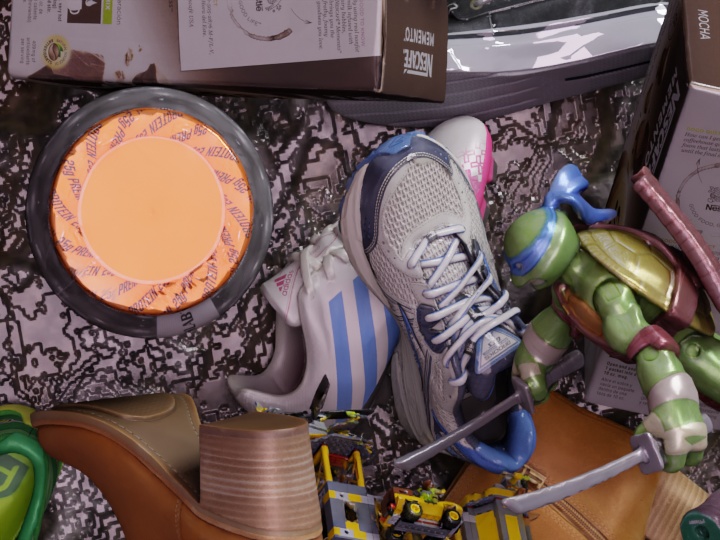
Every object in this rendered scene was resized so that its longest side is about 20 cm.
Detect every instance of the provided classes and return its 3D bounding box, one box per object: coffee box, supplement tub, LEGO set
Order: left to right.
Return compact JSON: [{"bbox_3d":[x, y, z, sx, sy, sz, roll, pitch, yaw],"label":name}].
[{"bbox_3d":[-0.107,-0.028,1.350,0.121,0.200,0.124,0,91,-6],"label":"supplement tub"},{"bbox_3d":[-0.064,-0.128,1.363,0.198,0.113,0.081,3,91,19],"label":"coffee box"},{"bbox_3d":[-0.002,0.136,1.392,0.153,0.201,0.116,6,49,-18],"label":"LEGO set"},{"bbox_3d":[0.176,-0.036,1.371,0.079,0.113,0.201,11,127,-4],"label":"coffee box"}]

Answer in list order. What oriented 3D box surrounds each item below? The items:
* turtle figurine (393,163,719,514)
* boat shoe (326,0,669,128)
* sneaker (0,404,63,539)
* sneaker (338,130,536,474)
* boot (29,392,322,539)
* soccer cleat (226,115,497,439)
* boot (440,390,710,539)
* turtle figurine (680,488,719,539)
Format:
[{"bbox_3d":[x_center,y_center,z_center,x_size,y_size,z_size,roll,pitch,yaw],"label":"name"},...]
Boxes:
[{"bbox_3d":[0.131,0.068,1.281,0.193,0.144,0.201,23,63,-18],"label":"turtle figurine"},{"bbox_3d":[0.076,-0.127,1.441,0.198,0.072,0.071,-9,69,-4],"label":"boat shoe"},{"bbox_3d":[-0.219,0.162,1.400,0.074,0.084,0.201,25,89,-6],"label":"sneaker"},{"bbox_3d":[0.052,0.020,1.362,0.077,0.085,0.201,-31,126,-17],"label":"sneaker"},{"bbox_3d":[-0.096,0.143,1.325,0.073,0.199,0.156,-6,99,-40],"label":"boot"},{"bbox_3d":[0.000,0.000,1.421,0.086,0.070,0.201,27,90,-22],"label":"soccer cleat"},{"bbox_3d":[0.096,0.174,1.446,0.143,0.071,0.202,29,85,1],"label":"boot"},{"bbox_3d":[0.254,0.090,1.432,0.101,0.150,0.200,43,45,11],"label":"turtle figurine"}]
